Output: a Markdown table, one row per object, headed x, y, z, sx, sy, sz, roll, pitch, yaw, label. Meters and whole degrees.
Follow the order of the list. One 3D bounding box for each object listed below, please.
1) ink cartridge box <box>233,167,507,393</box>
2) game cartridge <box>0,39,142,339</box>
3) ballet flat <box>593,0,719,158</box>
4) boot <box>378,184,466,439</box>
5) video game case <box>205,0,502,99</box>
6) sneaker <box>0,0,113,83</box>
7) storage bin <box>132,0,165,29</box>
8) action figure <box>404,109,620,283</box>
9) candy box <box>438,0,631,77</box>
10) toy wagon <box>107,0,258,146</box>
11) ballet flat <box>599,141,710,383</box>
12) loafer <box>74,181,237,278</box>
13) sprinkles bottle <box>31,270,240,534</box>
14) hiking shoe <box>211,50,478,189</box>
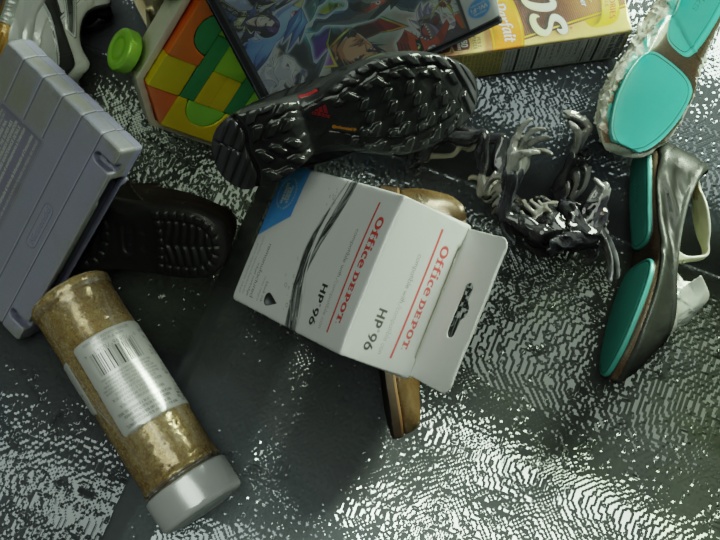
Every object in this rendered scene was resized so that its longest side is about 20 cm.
| x | y | z | sx | sy | sz | roll | pitch | yaw | label |
| --- | --- | --- | --- | --- | --- | --- | --- | --- | --- |
| 0.000 | 0.000 | 0.733 | 0.068 | 0.200 | 0.116 | 22 | 89 | -36 | ink cartridge box |
| -0.256 | -0.060 | 0.788 | 0.130 | 0.038 | 0.200 | 46 | 120 | 14 | game cartridge |
| 0.240 | -0.164 | 0.837 | 0.072 | 0.072 | 0.200 | 31 | 72 | 8 | ballet flat |
| 0.048 | 0.030 | 0.798 | 0.075 | 0.074 | 0.201 | 3 | 74 | -4 | boot |
| -0.006 | -0.209 | 0.748 | 0.200 | 0.181 | 0.026 | -25 | 53 | 2 | video game case |
| -0.251 | -0.243 | 0.876 | 0.088 | 0.076 | 0.200 | 18 | 66 | -25 | sneaker |
| -0.118 | -0.318 | 0.828 | 0.200 | 0.094 | 0.199 | -26 | 78 | -9 | storage bin |
| 0.129 | -0.076 | 0.796 | 0.200 | 0.119 | 0.102 | 35 | 114 | 16 | action figure |
| 0.113 | -0.227 | 0.862 | 0.199 | 0.055 | 0.116 | -8 | 77 | 0 | candy box |
| -0.090 | -0.187 | 0.785 | 0.200 | 0.155 | 0.040 | -51 | 49 | 22 | toy wagon |
| 0.237 | -0.005 | 0.803 | 0.068 | 0.068 | 0.200 | 14 | 78 | -4 | ballet flat |
| -0.187 | -0.038 | 0.825 | 0.200 | 0.071 | 0.073 | 14 | 111 | 15 | loafer |
| -0.171 | 0.097 | 0.782 | 0.068 | 0.068 | 0.200 | -33 | 80 | -6 | sprinkles bottle |
| -0.016 | -0.120 | 0.763 | 0.199 | 0.101 | 0.076 | -14 | 109 | -8 | hiking shoe |
